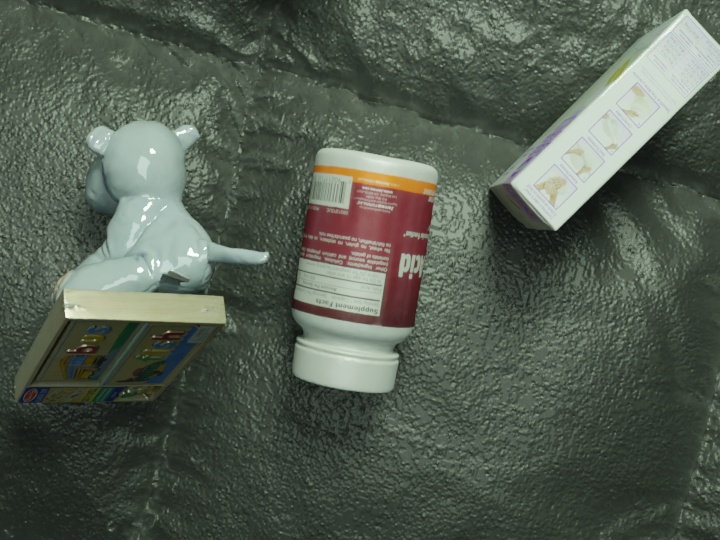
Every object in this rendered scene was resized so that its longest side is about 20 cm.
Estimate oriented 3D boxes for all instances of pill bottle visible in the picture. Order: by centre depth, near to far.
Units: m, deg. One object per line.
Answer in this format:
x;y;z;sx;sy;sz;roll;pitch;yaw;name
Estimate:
0.000;0.000;0.891;0.112;0.114;0.204;9;93;0;pill bottle

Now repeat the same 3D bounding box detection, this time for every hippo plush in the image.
-0.203;-0.043;0.862;0.157;0.199;0.163;-13;82;-29;hippo plush

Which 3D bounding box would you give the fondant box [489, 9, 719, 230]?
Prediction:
0.209;-0.124;0.865;0.058;0.144;0.200;44;93;-2;fondant box

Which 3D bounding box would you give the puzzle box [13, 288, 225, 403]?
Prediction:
-0.209;0.069;0.842;0.131;0.200;0.026;4;63;-29;puzzle box
